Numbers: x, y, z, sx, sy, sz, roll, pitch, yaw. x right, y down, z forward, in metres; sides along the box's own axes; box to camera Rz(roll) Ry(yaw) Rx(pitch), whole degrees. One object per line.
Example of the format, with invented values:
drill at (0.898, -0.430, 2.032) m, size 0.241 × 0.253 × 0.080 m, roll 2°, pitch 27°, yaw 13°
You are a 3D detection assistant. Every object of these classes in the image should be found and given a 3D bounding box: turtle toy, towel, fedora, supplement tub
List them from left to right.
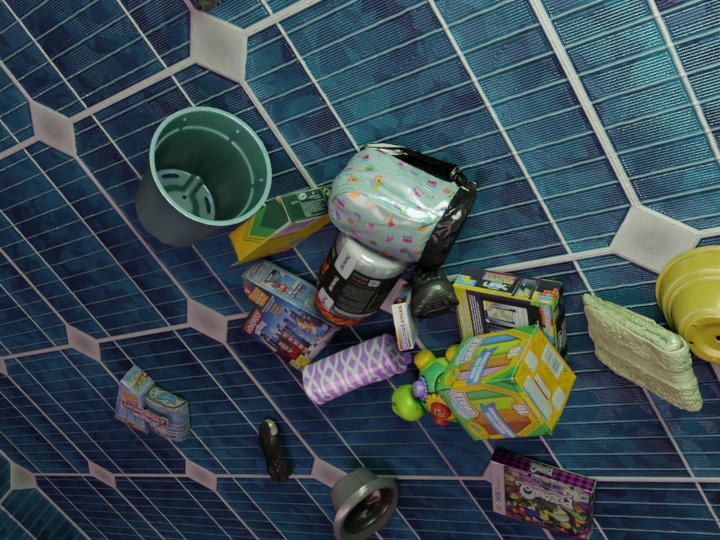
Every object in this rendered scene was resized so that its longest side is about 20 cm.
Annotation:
fedora at (-0.004, 0.509, 1.970) m, size 0.090 × 0.177 × 0.200 m, roll 46°, pitch 160°, yaw 35°
supplement tub at (0.000, 0.000, 1.454) m, size 0.123 × 0.123 × 0.200 m, roll 33°, pitch 140°, yaw 2°
turtle toy at (0.143, 0.222, 1.594) m, size 0.200 × 0.101 × 0.146 m, roll -16°, pitch 120°, yaw 43°
towel at (0.408, 0.121, 1.299) m, size 0.200 × 0.036 × 0.148 m, roll 32°, pitch 155°, yaw 53°

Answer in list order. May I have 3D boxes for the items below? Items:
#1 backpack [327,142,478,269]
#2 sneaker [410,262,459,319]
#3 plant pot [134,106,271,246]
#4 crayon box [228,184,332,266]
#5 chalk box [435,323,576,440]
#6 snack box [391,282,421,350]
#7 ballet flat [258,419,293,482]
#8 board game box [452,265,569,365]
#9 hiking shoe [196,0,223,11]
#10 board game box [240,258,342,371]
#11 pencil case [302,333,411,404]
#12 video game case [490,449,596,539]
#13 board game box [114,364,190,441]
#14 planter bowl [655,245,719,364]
backpack at (0.055, -0.097, 1.312) m, size 0.200 × 0.127 × 0.167 m, roll 28°, pitch 141°, yaw 5°
sneaker at (0.106, 0.026, 1.379) m, size 0.076 × 0.091 × 0.200 m, roll -13°, pitch 174°, yaw -1°
plant pot at (-0.276, -0.139, 1.468) m, size 0.200 × 0.200 × 0.196 m, roll 43°, pitch 149°, yaw -10°
crayon box at (-0.129, -0.073, 1.462) m, size 0.200 × 0.127 × 0.051 m, roll -31°, pitch 80°, yaw 48°
chalk box at (0.212, 0.182, 1.402) m, size 0.200 × 0.124 × 0.125 m, roll -18°, pitch 118°, yaw 45°
snack box at (0.076, 0.070, 1.415) m, size 0.024 × 0.200 × 0.072 m, roll -8°, pitch 97°, yaw 9°
ballet flat at (-0.200, 0.419, 2.089) m, size 0.066 × 0.057 × 0.200 m, roll 38°, pitch 145°, yaw 42°
board game box at (0.245, 0.094, 1.431) m, size 0.165 × 0.057 × 0.200 m, roll 12°, pitch 136°, yaw 28°
hiking shoe at (-0.184, -0.426, 1.188) m, size 0.200 × 0.076 × 0.101 m, roll -18°, pitch 121°, yaw 45°
board game box at (-0.143, 0.075, 1.665) m, size 0.200 × 0.062 × 0.200 m, roll 37°, pitch 141°, yaw -3°
pencil case at (-0.013, 0.185, 1.637) m, size 0.200 × 0.084 × 0.085 m, roll -23°, pitch 141°, yaw 23°
video game case at (0.352, 0.438, 1.719) m, size 0.200 × 0.036 × 0.181 m, roll 14°, pitch 138°, yaw 23°
board game box at (-0.526, 0.332, 2.206) m, size 0.200 × 0.062 × 0.200 m, roll 23°, pitch 140°, yaw 14°
planter bowl at (0.496, 0.069, 1.208) m, size 0.200 × 0.083 × 0.200 m, roll 19°, pitch 139°, yaw 18°
